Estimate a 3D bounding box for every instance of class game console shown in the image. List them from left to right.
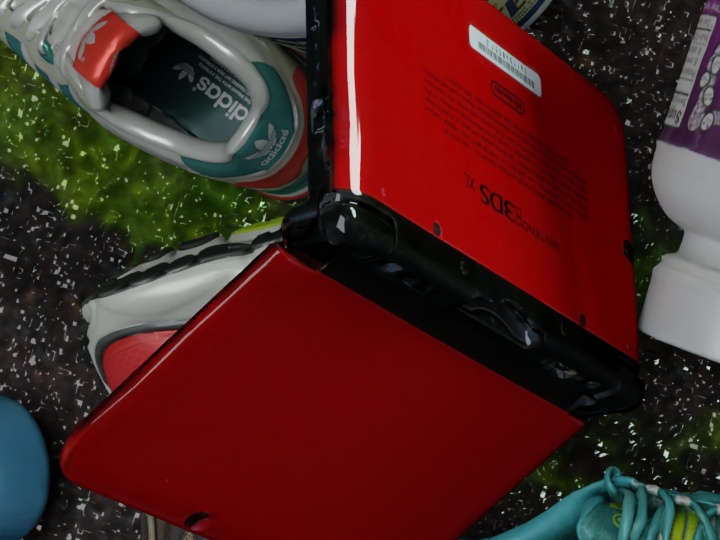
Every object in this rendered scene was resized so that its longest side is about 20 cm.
[{"bbox_3d":[0.000,0.000,0.995,0.118,0.200,0.173,-14,65,28],"label":"game console"}]

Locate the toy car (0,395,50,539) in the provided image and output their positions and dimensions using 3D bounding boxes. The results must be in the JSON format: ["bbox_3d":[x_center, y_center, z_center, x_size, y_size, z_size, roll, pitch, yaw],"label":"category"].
[{"bbox_3d":[-0.245,0.140,1.167,0.200,0.184,0.177,-15,82,45],"label":"toy car"}]

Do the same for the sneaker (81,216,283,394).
[{"bbox_3d":[-0.005,0.018,1.133,0.200,0.077,0.085,-14,103,18],"label":"sneaker"}]

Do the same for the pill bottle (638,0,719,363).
[{"bbox_3d":[0.168,-0.060,1.048,0.112,0.112,0.200,19,93,18],"label":"pill bottle"}]

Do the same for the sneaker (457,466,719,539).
[{"bbox_3d":[0.111,0.108,1.061,0.200,0.080,0.078,-17,39,16],"label":"sneaker"}]

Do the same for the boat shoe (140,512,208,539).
[{"bbox_3d":[-0.050,0.166,1.136,0.073,0.074,0.200,-6,78,29],"label":"boat shoe"}]

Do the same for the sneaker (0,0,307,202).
[{"bbox_3d":[-0.096,-0.097,1.144,0.200,0.093,0.070,35,98,16],"label":"sneaker"}]

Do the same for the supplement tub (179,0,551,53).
[{"bbox_3d":[-0.007,-0.149,1.062,0.145,0.200,0.145,-1,87,18],"label":"supplement tub"}]
